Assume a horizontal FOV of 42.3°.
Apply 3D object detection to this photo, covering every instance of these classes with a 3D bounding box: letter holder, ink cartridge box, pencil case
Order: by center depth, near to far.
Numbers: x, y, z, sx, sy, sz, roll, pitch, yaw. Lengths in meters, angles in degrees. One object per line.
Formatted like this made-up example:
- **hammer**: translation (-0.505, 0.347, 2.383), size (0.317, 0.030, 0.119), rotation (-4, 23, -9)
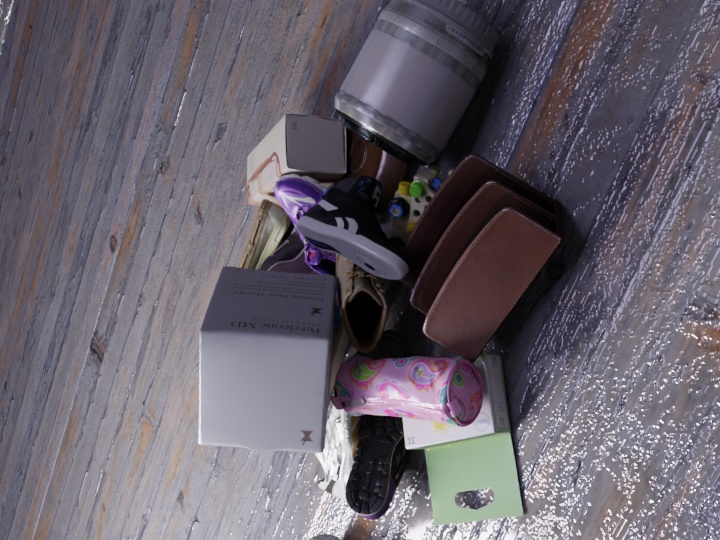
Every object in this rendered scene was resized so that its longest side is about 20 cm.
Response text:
- **letter holder**: translation (0.132, -0.018, 1.128), size (0.201, 0.141, 0.101), rotation (-58, 7, 29)
- **pencil case**: translation (0.056, 0.151, 1.177), size (0.198, 0.087, 0.089), rotation (-2, 84, 39)
- **ink cartridge box**: translation (0.125, 0.217, 1.192), size (0.144, 0.048, 0.204), rotation (-19, 69, 38)

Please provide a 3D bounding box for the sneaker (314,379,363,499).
- **sneaker**: translation (-0.033, 0.233, 1.316), size (0.086, 0.075, 0.204), rotation (7, 106, 29)

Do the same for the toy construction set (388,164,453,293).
- **toy construction set**: translation (0.098, -0.052, 1.245), size (0.129, 0.092, 0.203), rotation (17, 109, 18)

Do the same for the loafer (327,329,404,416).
- **loafer**: translation (0.005, 0.160, 1.353), size (0.202, 0.071, 0.063), rotation (-62, 4, 25)

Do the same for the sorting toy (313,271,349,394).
- **sorting toy**: translation (-0.105, 0.088, 1.493), size (0.198, 0.069, 0.203), rotation (36, 114, 47)

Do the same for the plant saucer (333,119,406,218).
- **plant saucer**: translation (0.008, -0.170, 1.383), size (0.200, 0.034, 0.204), rotation (-26, 60, 58)

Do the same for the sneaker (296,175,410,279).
- **sneaker**: translation (0.010, -0.068, 1.212), size (0.199, 0.073, 0.112), rotation (25, 70, 42)

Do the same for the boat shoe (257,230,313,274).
- **boat shoe**: translation (-0.109, -0.010, 1.434), size (0.056, 0.200, 0.068), rotation (13, 135, 44)

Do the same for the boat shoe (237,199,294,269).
- **boat shoe**: translation (-0.175, -0.012, 1.466), size (0.063, 0.073, 0.202), rotation (32, 100, 3)

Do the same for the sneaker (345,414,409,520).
- **sneaker**: translation (0.035, 0.245, 1.297), size (0.075, 0.088, 0.203), rotation (16, 73, 22)

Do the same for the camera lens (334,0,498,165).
- **camera lens**: translation (0.070, -0.251, 1.217), size (0.160, 0.159, 0.202), rotation (37, 100, 46)

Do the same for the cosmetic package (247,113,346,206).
- **cosmetic package**: translation (-0.103, -0.166, 1.456), size (0.200, 0.102, 0.089), rotation (150, 120, -64)

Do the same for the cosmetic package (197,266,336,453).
- **cosmetic package**: translation (-0.119, 0.114, 1.237), size (0.201, 0.164, 0.169), rotation (-89, 4, -67)

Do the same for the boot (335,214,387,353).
- **boot**: translation (0.000, 0.000, 1.281), size (0.156, 0.071, 0.204), rotation (-107, 18, -78)

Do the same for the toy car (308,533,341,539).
- **toy car**: translation (-0.043, 0.487, 1.323), size (0.198, 0.174, 0.152), rotation (-4, 118, 50)

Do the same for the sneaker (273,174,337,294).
- **sneaker**: translation (-0.061, -0.053, 1.372), size (0.080, 0.084, 0.201), rotation (-28, 103, 43)

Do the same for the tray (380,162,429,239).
- **tray**: translation (0.064, -0.135, 1.344), size (0.107, 0.022, 0.203), rotation (24, 104, 49)
